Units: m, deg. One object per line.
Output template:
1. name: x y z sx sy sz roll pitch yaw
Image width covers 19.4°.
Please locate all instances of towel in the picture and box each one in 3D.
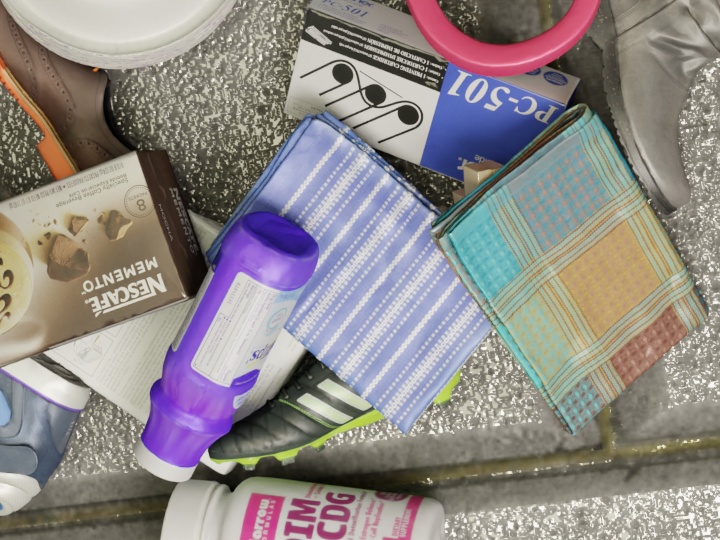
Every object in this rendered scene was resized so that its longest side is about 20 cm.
1. towel: 0.000 0.000 1.507 0.200 0.024 0.145 41 105 6
2. towel: 0.152 0.001 1.476 0.146 0.022 0.200 -40 117 -10

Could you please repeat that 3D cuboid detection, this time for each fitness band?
1. fitness band: 0.092 -0.234 1.475 0.143 0.037 0.201 -19 78 4

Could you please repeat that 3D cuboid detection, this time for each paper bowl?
1. paper bowl: -0.175 -0.251 1.512 0.199 0.104 0.202 0 86 -4

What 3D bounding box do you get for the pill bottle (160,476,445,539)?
1. pill bottle: -0.043 0.214 1.568 0.199 0.113 0.114 6 99 11

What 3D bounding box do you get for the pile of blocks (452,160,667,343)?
1. pile of blocks: 0.140 -0.023 1.511 0.082 0.062 0.200 -49 118 -6

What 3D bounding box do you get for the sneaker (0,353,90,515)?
1. sneaker: -0.321 0.103 1.626 0.199 0.081 0.147 31 98 0

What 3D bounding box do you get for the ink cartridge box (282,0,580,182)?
1. ink cartridge box: 0.049 -0.127 1.524 0.199 0.044 0.094 22 127 7

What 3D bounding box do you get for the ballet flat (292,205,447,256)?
1. ballet flat: 0.032 -0.024 1.549 0.199 0.076 0.064 16 67 4

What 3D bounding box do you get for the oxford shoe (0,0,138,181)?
1. oxford shoe: -0.228 -0.147 1.587 0.072 0.071 0.201 -28 100 6

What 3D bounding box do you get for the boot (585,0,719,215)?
1. boot: 0.234 -0.150 1.486 0.131 0.070 0.201 -18 93 12

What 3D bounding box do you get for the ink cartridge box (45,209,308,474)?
1. ink cartridge box: -0.140 0.034 1.596 0.200 0.050 0.163 34 103 5

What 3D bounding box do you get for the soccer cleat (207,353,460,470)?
1. soccer cleat: -0.024 0.087 1.557 0.199 0.068 0.081 -20 96 -8

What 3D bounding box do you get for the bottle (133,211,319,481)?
1. bottle: -0.099 0.057 1.494 0.065 0.084 0.201 31 109 8

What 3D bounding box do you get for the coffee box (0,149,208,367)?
1. coffee box: -0.221 -0.003 1.524 0.199 0.080 0.114 -19 90 10

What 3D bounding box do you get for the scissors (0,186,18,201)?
1. scissors: -0.245 -0.049 1.574 0.200 0.014 0.073 42 104 6
